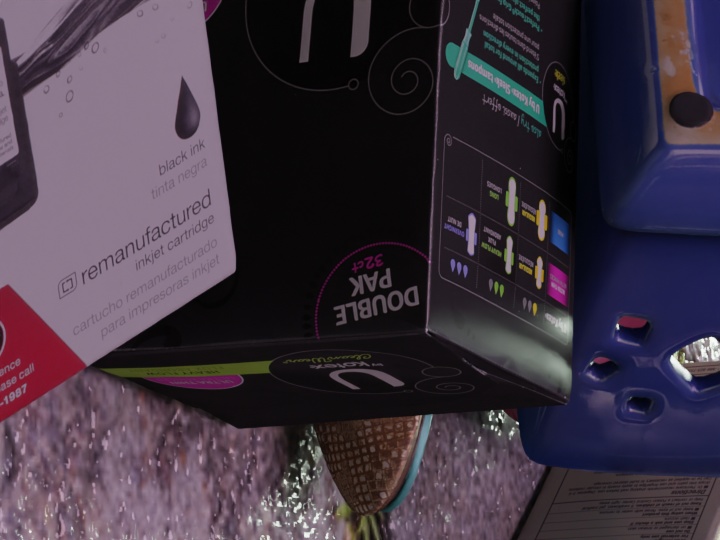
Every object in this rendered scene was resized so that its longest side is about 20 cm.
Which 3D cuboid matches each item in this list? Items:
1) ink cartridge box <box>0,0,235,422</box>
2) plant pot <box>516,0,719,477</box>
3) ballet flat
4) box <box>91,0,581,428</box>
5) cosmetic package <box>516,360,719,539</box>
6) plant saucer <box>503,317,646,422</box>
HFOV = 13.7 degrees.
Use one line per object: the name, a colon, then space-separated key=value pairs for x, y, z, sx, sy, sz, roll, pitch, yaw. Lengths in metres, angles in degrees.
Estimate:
ink cartridge box: x=-0.123 y=-0.065 z=0.882 sx=0.145 sy=0.083 sz=0.201 roll=-33 pitch=130 yaw=-37
plant pot: x=0.166 y=-0.047 z=1.173 sx=0.180 sy=0.199 sz=0.201 roll=97 pitch=-6 yaw=-55
ballet flat: x=0.000 y=0.000 z=1.212 sx=0.065 sy=0.070 sz=0.201 roll=24 pitch=58 yaw=-27
box: x=-0.008 y=-0.054 z=1.099 sx=0.124 sy=0.148 sz=0.201 roll=27 pitch=63 yaw=-58
cosmetic package: x=0.134 y=0.130 z=1.376 sx=0.200 sy=0.105 sz=0.071 roll=-58 pitch=134 yaw=-46
plant saucer: x=0.079 y=-0.021 z=1.355 sx=0.200 sy=0.051 sz=0.202 roll=15 pitch=73 yaw=-60
